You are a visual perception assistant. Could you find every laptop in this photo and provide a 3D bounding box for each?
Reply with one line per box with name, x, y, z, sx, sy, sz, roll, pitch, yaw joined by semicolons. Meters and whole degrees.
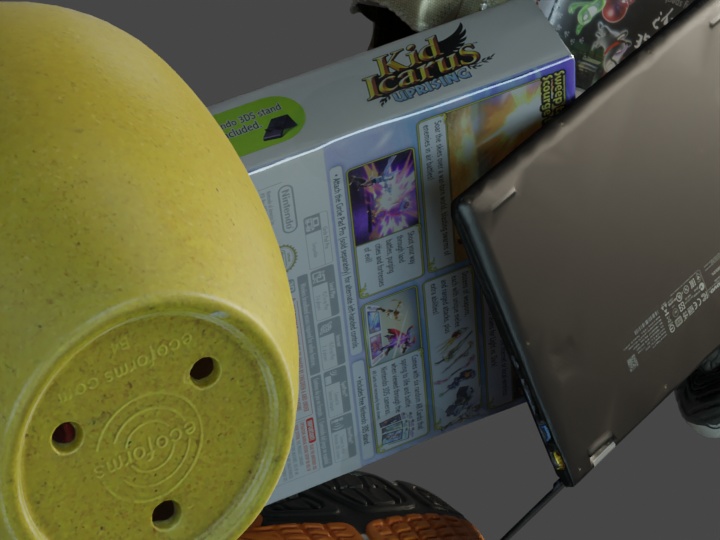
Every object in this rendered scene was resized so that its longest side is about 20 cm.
laptop;0.094;0.010;1.110;0.187;0.116;0.201;-40;117;-35

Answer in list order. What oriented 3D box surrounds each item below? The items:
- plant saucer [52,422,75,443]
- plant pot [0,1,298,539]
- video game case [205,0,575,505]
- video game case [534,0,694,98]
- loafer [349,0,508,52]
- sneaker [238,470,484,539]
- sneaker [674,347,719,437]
plant saucer;-0.210;0.002;0.941;0.199;0.037;0.201;-15;97;-18
plant pot;-0.099;0.029;0.866;0.199;0.142;0.201;-13;117;-26
video game case;0.000;0.000;1.082;0.180;0.046;0.201;-20;139;-12
video game case;0.165;-0.142;1.136;0.199;0.023;0.183;15;100;-41
loafer;0.034;-0.125;1.104;0.068;0.076;0.201;-13;111;-31
sneaker;-0.040;0.150;1.154;0.199;0.076;0.092;-7;119;-21
sneaker;0.230;0.009;1.250;0.200;0.075;0.076;-46;120;-8
